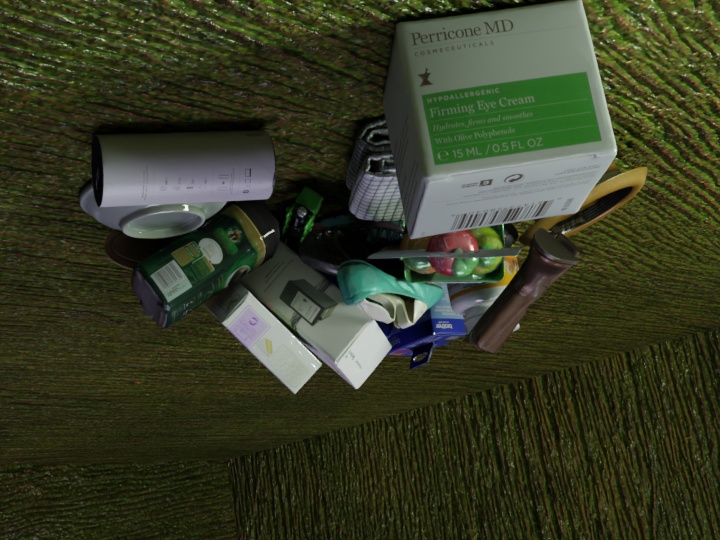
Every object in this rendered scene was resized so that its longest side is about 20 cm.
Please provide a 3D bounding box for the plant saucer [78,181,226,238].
[{"bbox_3d":[-0.250,-0.079,1.533,0.198,0.051,0.200,-9,166,-2],"label":"plant saucer"}]

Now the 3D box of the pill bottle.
[{"bbox_3d":[0.176,-0.006,1.797,0.108,0.202,0.109,-9,166,-2],"label":"pill bottle"}]

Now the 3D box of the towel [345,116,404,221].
[{"bbox_3d":[0.085,-0.131,1.505,0.198,0.086,0.166,-6,164,-9],"label":"towel"}]

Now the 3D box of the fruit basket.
[{"bbox_3d":[0.113,-0.018,1.555,0.183,0.095,0.200,-1,-170,9],"label":"fruit basket"}]

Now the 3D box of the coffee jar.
[{"bbox_3d":[-0.200,-0.014,1.609,0.199,0.086,0.104,-34,170,-24],"label":"coffee jar"}]

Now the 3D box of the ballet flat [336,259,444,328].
[{"bbox_3d":[0.041,0.041,1.632,0.067,0.071,0.199,-20,156,37],"label":"ballet flat"}]

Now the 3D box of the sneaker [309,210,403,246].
[{"bbox_3d":[-0.014,-0.034,1.772,0.199,0.096,0.079,-20,159,32],"label":"sneaker"}]

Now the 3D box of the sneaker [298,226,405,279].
[{"bbox_3d":[0.000,0.000,1.677,0.198,0.076,0.091,12,136,-28],"label":"sneaker"}]

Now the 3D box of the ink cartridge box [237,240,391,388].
[{"bbox_3d":[-0.063,0.059,1.713,0.084,0.200,0.146,-48,158,-6],"label":"ink cartridge box"}]

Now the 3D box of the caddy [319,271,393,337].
[{"bbox_3d":[-0.021,0.040,1.880,0.104,0.201,0.142,-22,120,19],"label":"caddy"}]

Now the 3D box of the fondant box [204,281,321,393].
[{"bbox_3d":[-0.144,0.080,1.686,0.058,0.144,0.200,-46,-161,-7],"label":"fondant box"}]

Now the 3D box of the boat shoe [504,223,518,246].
[{"bbox_3d":[0.138,-0.059,1.733,0.062,0.073,0.199,-20,-155,-36],"label":"boat shoe"}]

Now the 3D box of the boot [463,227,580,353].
[{"bbox_3d":[0.204,0.038,1.633,0.200,0.064,0.186,-48,163,14],"label":"boot"}]

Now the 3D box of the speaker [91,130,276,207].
[{"bbox_3d":[-0.199,-0.115,1.371,0.198,0.082,0.081,-5,165,-21],"label":"speaker"}]

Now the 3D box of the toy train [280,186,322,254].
[{"bbox_3d":[-0.081,-0.067,1.681,0.042,0.057,0.200,31,166,0],"label":"toy train"}]

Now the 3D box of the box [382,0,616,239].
[{"bbox_3d":[0.136,-0.152,1.271,0.197,0.173,0.200,-9,165,-5],"label":"box"}]

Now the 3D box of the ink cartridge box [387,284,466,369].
[{"bbox_3d":[0.093,0.055,1.976,0.076,0.202,0.136,1,162,-37],"label":"ink cartridge box"}]

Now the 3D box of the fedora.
[{"bbox_3d":[0.294,-0.109,1.685,0.199,0.082,0.201,-26,166,-7],"label":"fedora"}]

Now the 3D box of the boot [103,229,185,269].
[{"bbox_3d":[-0.278,-0.015,1.720,0.198,0.074,0.154,1,166,-27],"label":"boot"}]
